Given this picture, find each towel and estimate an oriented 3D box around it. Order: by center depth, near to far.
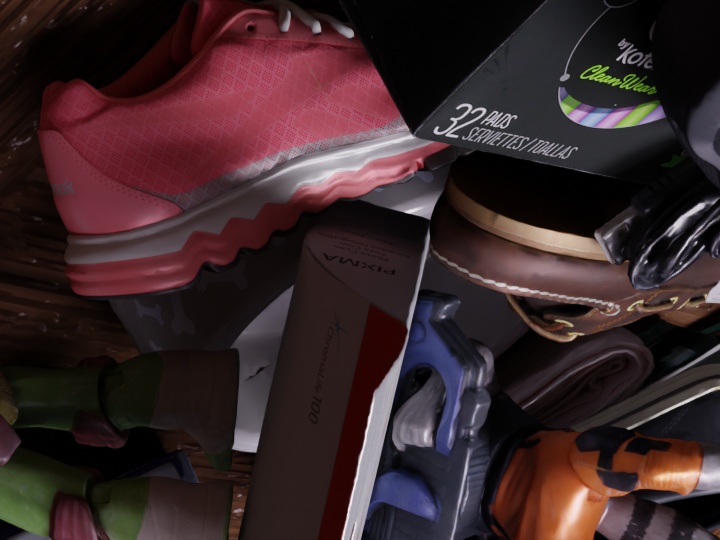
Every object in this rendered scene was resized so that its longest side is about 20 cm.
[{"bbox_3d":[0.038,0.074,1.203,0.190,0.032,0.200,-30,-177,2],"label":"towel"}]

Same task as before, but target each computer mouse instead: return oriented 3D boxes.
[{"bbox_3d":[0.127,-0.065,0.842,0.138,0.053,0.200,-32,165,0],"label":"computer mouse"}]

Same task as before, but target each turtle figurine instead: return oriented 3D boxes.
[{"bbox_3d":[-0.144,0.086,0.990,0.192,0.202,0.144,5,-168,-3],"label":"turtle figurine"}]

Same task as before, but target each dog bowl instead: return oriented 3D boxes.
[{"bbox_3d":[0.000,0.000,1.088,0.199,0.059,0.200,-23,153,-13],"label":"dog bowl"}]

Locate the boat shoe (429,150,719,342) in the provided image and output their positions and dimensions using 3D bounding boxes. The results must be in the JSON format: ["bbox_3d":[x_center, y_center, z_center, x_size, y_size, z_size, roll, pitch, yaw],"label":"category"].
[{"bbox_3d":[0.087,-0.006,1.002,0.199,0.070,0.071,-4,127,-53],"label":"boat shoe"}]

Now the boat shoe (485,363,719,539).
[{"bbox_3d":[0.080,0.110,1.104,0.199,0.063,0.075,-28,155,4],"label":"boat shoe"}]

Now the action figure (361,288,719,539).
[{"bbox_3d":[0.056,0.110,1.043,0.104,0.193,0.201,-20,132,-57],"label":"action figure"}]

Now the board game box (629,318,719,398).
[{"bbox_3d":[0.102,0.070,1.247,0.135,0.028,0.200,-29,-178,0],"label":"board game box"}]

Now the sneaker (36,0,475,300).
[{"bbox_3d":[-0.022,-0.064,0.938,0.199,0.087,0.074,-28,-165,-24],"label":"sneaker"}]

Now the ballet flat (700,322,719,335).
[{"bbox_3d":[0.241,0.042,1.391,0.199,0.073,0.073,-22,153,-12],"label":"ballet flat"}]

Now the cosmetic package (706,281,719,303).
[{"bbox_3d":[0.215,-0.024,1.244,0.083,0.051,0.200,-44,157,25],"label":"cosmetic package"}]

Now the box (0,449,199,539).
[{"bbox_3d":[-0.136,0.160,1.120,0.183,0.105,0.200,-25,176,-7],"label":"box"}]

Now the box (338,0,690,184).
[{"bbox_3d":[0.099,-0.122,0.903,0.199,0.125,0.149,8,137,-48],"label":"box"}]

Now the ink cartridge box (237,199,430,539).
[{"bbox_3d":[-0.020,0.077,0.908,0.200,0.047,0.161,-67,171,-73],"label":"ink cartridge box"}]
